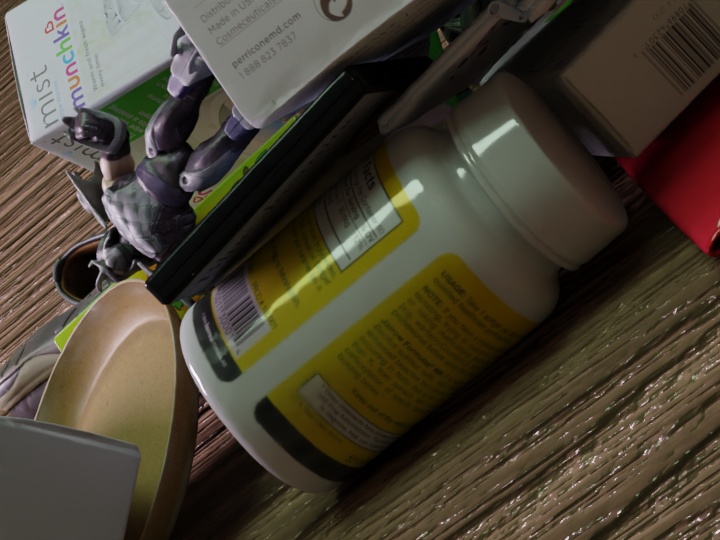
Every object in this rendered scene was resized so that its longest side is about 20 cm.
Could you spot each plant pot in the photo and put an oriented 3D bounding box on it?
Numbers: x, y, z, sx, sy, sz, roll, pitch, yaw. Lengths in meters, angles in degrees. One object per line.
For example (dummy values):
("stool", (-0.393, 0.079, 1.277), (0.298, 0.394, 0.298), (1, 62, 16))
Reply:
("plant pot", (-0.134, 0.104, 1.408), (0.200, 0.027, 0.200), (-41, 40, 47))

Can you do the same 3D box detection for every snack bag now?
("snack bag", (0.097, -0.142, 1.278), (0.200, 0.021, 0.189), (-44, -2, 20))

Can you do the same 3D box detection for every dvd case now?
("dvd case", (-0.028, -0.048, 1.290), (0.143, 0.018, 0.200), (-46, -5, 13))

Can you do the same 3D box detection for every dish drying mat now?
("dish drying mat", (0.166, -0.056, 1.220), (0.077, 0.018, 0.200), (-44, 16, 6))

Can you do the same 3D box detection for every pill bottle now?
("pill bottle", (0.022, 0.005, 1.249), (0.200, 0.114, 0.114), (-39, 17, 15))

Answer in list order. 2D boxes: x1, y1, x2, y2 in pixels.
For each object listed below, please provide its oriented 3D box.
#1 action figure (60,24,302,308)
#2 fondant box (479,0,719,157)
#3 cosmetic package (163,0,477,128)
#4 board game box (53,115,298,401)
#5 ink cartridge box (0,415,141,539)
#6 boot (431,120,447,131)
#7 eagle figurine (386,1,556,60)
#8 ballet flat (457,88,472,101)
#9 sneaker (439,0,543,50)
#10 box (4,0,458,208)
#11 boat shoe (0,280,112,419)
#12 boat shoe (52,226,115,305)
("action figure", (-0.098, -0.061, 1.413), (0.200, 0.130, 0.069), (-55, -11, 31))
("fondant box", (0.146, -0.128, 1.331), (0.144, 0.058, 0.200), (-45, 10, -4))
("cosmetic package", (0.001, -0.197, 1.250), (0.165, 0.165, 0.200), (-35, 0, 31))
("board game box", (-0.070, -0.003, 1.503), (0.200, 0.048, 0.102), (-42, -21, 20))
("ink cartridge box", (-0.198, 0.155, 1.373), (0.200, 0.086, 0.147), (-7, 69, 63))
("boot", (0.000, 0.000, 1.404), (0.200, 0.074, 0.075), (-40, 26, 6))
("eagle figurine", (0.056, -0.193, 1.418), (0.200, 0.151, 0.151), (-36, 47, 45))
("ballet flat", (-0.020, -0.087, 1.640), (0.200, 0.072, 0.072), (-34, 19, 33))
("sneaker", (0.097, -0.162, 1.545), (0.078, 0.077, 0.200), (-50, 18, -23))
("box", (-0.074, -0.122, 1.526), (0.176, 0.200, 0.097), (-28, 61, 24))
("boat shoe", (-0.144, 0.042, 1.633), (0.200, 0.073, 0.075), (-35, 15, 32))
("boat shoe", (-0.138, 0.000, 1.706), (0.200, 0.068, 0.072), (-11, 58, 60))
